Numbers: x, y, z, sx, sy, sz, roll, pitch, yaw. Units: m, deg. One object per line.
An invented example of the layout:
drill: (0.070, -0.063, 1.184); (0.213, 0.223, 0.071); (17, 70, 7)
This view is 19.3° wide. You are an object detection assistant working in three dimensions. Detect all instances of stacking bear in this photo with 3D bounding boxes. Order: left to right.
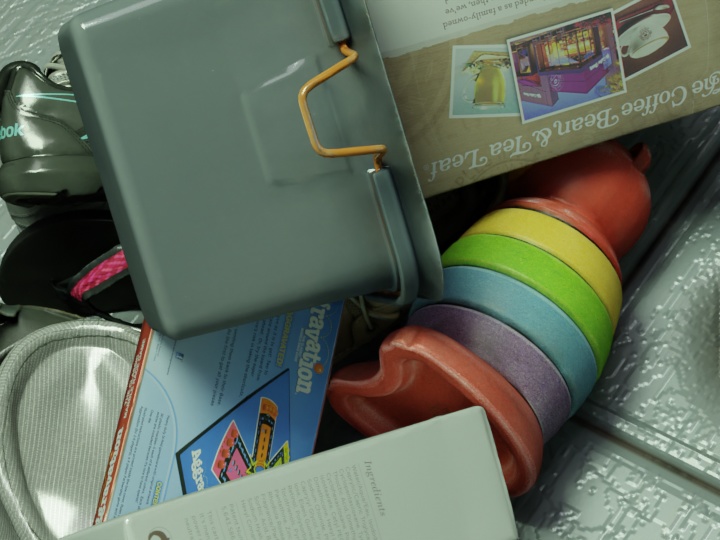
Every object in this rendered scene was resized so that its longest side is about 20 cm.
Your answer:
stacking bear: (0.088, 0.009, 1.122); (0.113, 0.121, 0.201); (38, 62, -8)

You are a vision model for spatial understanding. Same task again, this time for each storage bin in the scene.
storage bin: (-0.056, -0.061, 1.012); (0.133, 0.202, 0.145); (-19, 7, -12)

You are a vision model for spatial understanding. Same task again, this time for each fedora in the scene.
fedora: (-0.144, 0.107, 1.102); (0.175, 0.090, 0.202); (8, 64, 1)

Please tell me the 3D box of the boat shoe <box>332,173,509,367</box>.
boat shoe: (0.000, 0.000, 1.163); (0.200, 0.071, 0.064); (-45, 18, -19)

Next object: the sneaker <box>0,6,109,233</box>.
sneaker: (-0.176, -0.106, 1.278); (0.074, 0.116, 0.202); (-6, 54, 16)

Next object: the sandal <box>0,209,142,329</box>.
sandal: (-0.117, 0.004, 1.209); (0.198, 0.075, 0.045); (-3, 47, 12)

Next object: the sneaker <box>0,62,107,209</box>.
sneaker: (-0.113, -0.080, 1.214); (0.198, 0.075, 0.080); (-2, 83, -32)

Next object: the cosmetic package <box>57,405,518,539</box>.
cosmetic package: (-0.034, 0.129, 1.009); (0.198, 0.101, 0.075); (-13, 85, -29)

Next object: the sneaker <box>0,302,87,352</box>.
sneaker: (-0.228, 0.039, 1.197); (0.198, 0.107, 0.075); (2, 56, 17)

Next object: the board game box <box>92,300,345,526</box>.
board game box: (-0.069, 0.069, 1.073); (0.102, 0.019, 0.202); (21, 68, -21)

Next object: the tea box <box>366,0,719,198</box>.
tea box: (0.077, -0.149, 1.155); (0.198, 0.135, 0.197); (-18, 23, -10)
